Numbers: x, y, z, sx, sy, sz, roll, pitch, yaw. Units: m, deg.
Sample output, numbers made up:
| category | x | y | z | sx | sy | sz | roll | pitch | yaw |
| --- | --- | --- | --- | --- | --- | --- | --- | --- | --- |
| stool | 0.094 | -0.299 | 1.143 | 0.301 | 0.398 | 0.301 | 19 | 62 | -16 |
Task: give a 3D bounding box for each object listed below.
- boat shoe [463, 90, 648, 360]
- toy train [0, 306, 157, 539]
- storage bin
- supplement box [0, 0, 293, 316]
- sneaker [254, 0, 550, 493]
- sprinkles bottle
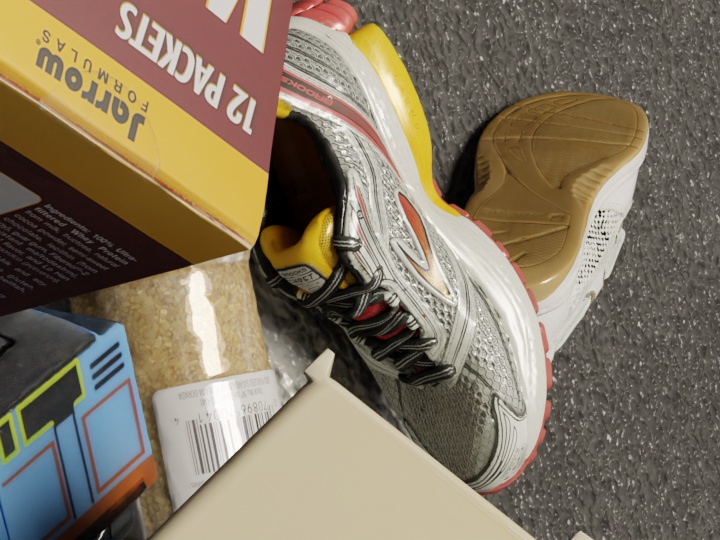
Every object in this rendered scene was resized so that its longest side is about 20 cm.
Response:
| category | x | y | z | sx | sy | sz | roll | pitch | yaw |
| --- | --- | --- | --- | --- | --- | --- | --- | --- | --- |
| boat shoe | 0.080 | -0.016 | 1.023 | 0.200 | 0.071 | 0.069 | -56 | 149 | -55 |
| toy train | -0.134 | 0.093 | 0.655 | 0.200 | 0.086 | 0.115 | -41 | 129 | -47 |
| storage bin | -0.047 | 0.155 | 0.633 | 0.094 | 0.199 | 0.200 | 38 | 62 | 15 |
| supplement box | -0.131 | -0.099 | 0.642 | 0.133 | 0.200 | 0.198 | 35 | 53 | -43 |
| sneaker | 0.000 | 0.000 | 0.891 | 0.082 | 0.078 | 0.200 | -37 | 99 | -47 |
| sprinkles bottle | -0.051 | 0.090 | 0.801 | 0.068 | 0.068 | 0.201 | -8 | 85 | -54 |
